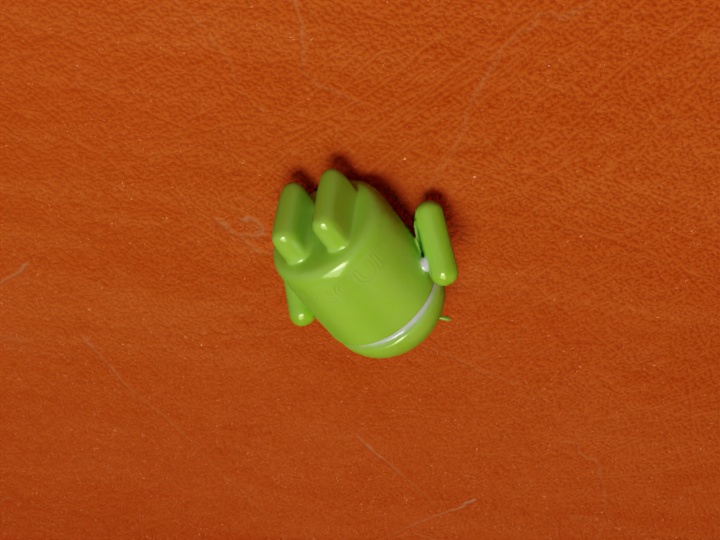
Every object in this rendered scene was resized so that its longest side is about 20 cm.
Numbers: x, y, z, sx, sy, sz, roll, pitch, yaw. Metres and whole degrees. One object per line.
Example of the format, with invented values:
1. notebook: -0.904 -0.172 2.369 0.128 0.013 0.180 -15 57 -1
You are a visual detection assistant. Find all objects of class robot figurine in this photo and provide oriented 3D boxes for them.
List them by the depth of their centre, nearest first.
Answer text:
1. robot figurine: 0.000 0.000 1.356 0.175 0.116 0.200 -18 133 27
